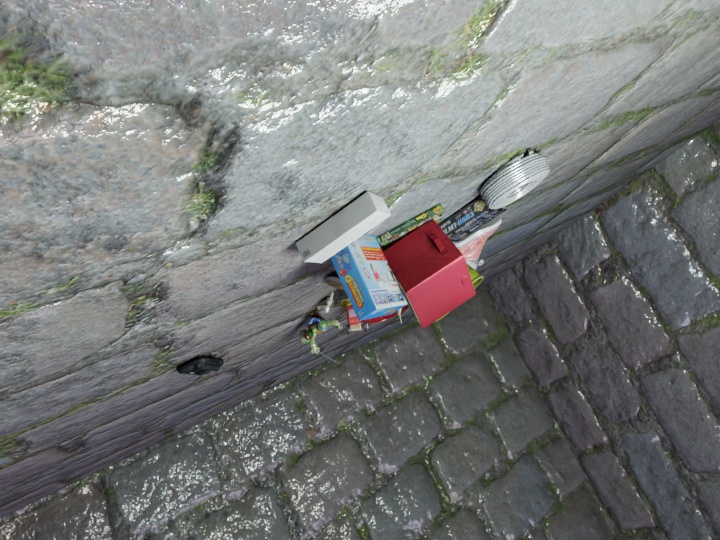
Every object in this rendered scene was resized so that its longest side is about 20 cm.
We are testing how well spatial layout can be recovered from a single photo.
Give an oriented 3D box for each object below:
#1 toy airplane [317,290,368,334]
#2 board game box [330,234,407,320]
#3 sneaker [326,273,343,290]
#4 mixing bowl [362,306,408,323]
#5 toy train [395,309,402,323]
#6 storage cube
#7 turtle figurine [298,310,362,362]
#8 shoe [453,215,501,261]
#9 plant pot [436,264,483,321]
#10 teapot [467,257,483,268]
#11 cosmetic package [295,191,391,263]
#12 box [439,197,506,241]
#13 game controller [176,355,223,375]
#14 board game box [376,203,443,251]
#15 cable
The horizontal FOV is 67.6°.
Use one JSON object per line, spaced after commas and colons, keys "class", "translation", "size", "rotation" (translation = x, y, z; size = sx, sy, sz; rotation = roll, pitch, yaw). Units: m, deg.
{"class": "toy airplane", "translation": [-0.019, 0.100, 1.773], "size": [0.198, 0.145, 0.196], "rotation": [-29, -151, -34]}
{"class": "board game box", "translation": [0.017, 0.012, 1.308], "size": [0.055, 0.200, 0.199], "rotation": [-31, 167, 22]}
{"class": "sneaker", "translation": [0.000, 0.000, 1.554], "size": [0.193, 0.112, 0.070], "rotation": [5, 166, -4]}
{"class": "mixing bowl", "translation": [0.079, 0.102, 1.954], "size": [0.195, 0.111, 0.201], "rotation": [-17, 158, -7]}
{"class": "toy train", "translation": [0.096, 0.062, 1.682], "size": [0.083, 0.207, 0.115], "rotation": [-11, 169, 32]}
{"class": "storage cube", "translation": [0.184, 0.012, 1.460], "size": [0.177, 0.172, 0.202], "rotation": [-31, 137, -2]}
{"class": "turtle figurine", "translation": [-0.133, 0.240, 1.930], "size": [0.196, 0.148, 0.193], "rotation": [26, 164, -21]}
{"class": "shoe", "translation": [0.405, -0.108, 1.856], "size": [0.197, 0.072, 0.093], "rotation": [-30, 123, -8]}
{"class": "plant pot", "translation": [0.242, 0.014, 1.654], "size": [0.198, 0.194, 0.201], "rotation": [-36, 164, -12]}
{"class": "teapot", "translation": [0.375, -0.026, 2.045], "size": [0.195, 0.149, 0.199], "rotation": [-32, 168, 19]}
{"class": "cosmetic package", "translation": [-0.037, -0.088, 1.140], "size": [0.197, 0.052, 0.082], "rotation": [-33, 164, 19]}
{"class": "box", "translation": [0.343, -0.160, 1.682], "size": [0.198, 0.051, 0.197], "rotation": [-34, 165, 27]}
{"class": "game controller", "translation": [-0.503, 0.301, 1.700], "size": [0.101, 0.043, 0.200], "rotation": [-13, 166, 0]}
{"class": "board game box", "translation": [0.135, -0.114, 1.479], "size": [0.196, 0.024, 0.105], "rotation": [-28, 170, -2]}
{"class": "cable", "translation": [0.427, -0.245, 1.481], "size": [0.199, 0.071, 0.198], "rotation": [-38, 164, 36]}
